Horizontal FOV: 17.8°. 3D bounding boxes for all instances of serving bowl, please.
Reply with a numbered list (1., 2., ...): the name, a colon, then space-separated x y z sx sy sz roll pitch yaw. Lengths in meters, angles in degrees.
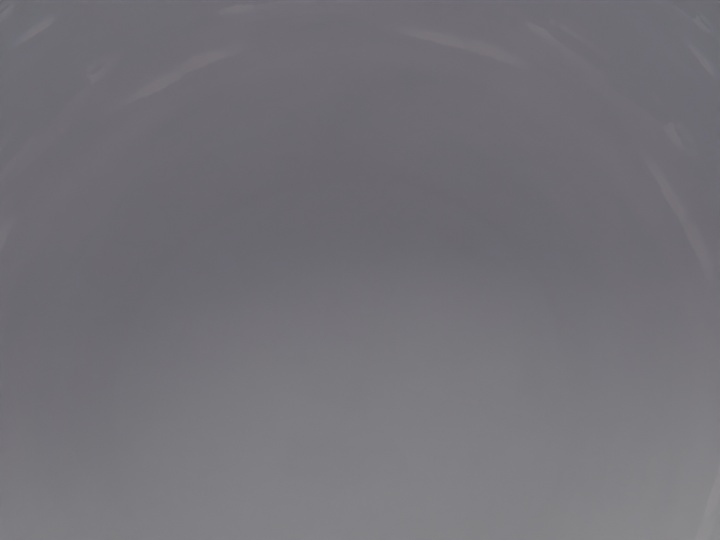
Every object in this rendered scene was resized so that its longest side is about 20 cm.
1. serving bowl: -0.007 0.015 0.388 0.199 0.201 0.066 -8 -20 7

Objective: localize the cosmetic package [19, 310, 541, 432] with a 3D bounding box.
1. cosmetic package: -0.053 0.061 0.480 0.199 0.085 0.108 -10 -1 5
